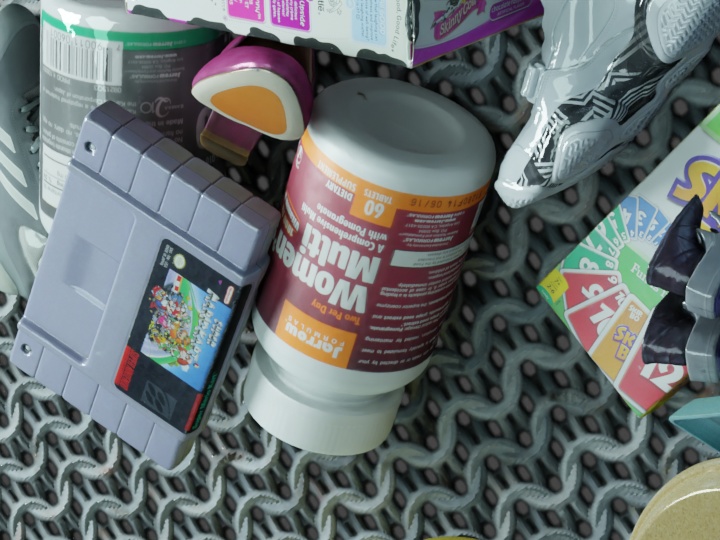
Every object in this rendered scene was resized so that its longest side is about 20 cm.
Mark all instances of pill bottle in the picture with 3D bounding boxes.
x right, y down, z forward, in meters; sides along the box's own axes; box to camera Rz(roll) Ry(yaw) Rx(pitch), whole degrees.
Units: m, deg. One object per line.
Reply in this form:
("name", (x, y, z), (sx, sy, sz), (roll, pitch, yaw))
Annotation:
("pill bottle", (0.000, 0.000, 1.665), (0.109, 0.109, 0.200), (33, 124, 25))
("pill bottle", (-0.136, -0.075, 1.746), (0.113, 0.113, 0.200), (19, 117, 33))

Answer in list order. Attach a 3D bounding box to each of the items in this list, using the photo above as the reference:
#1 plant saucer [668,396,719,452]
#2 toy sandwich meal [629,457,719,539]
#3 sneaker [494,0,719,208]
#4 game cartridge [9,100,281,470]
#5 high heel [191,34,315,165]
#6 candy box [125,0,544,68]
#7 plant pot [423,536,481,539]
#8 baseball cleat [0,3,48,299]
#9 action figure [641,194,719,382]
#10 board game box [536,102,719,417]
("plant saucer", (0.232, 0.080, 1.465), (0.070, 0.019, 0.200), (32, 164, -18))
("toy sandwich meal", (0.220, 0.190, 1.503), (0.205, 0.070, 0.206), (12, 107, 43))
("sneaker", (0.116, -0.130, 1.551), (0.115, 0.075, 0.200), (50, 125, 14))
("game cartridge", (-0.127, 0.013, 1.688), (0.130, 0.038, 0.200), (36, 131, 16))
("high heel", (-0.045, -0.119, 1.617), (0.067, 0.200, 0.096), (26, 79, 1))
("candy box", (-0.012, -0.168, 1.597), (0.200, 0.136, 0.061), (13, 115, 36))
("plant pot", (0.023, 0.278, 1.696), (0.201, 0.189, 0.201), (15, 116, 34))
("baseball cleat", (-0.194, -0.069, 1.836), (0.106, 0.070, 0.200), (20, 127, 25))
("action figure", (0.241, 0.038, 1.484), (0.200, 0.069, 0.130), (24, 144, 25))
("board game box", (0.184, -0.013, 1.569), (0.096, 0.030, 0.200), (52, 128, 11))
